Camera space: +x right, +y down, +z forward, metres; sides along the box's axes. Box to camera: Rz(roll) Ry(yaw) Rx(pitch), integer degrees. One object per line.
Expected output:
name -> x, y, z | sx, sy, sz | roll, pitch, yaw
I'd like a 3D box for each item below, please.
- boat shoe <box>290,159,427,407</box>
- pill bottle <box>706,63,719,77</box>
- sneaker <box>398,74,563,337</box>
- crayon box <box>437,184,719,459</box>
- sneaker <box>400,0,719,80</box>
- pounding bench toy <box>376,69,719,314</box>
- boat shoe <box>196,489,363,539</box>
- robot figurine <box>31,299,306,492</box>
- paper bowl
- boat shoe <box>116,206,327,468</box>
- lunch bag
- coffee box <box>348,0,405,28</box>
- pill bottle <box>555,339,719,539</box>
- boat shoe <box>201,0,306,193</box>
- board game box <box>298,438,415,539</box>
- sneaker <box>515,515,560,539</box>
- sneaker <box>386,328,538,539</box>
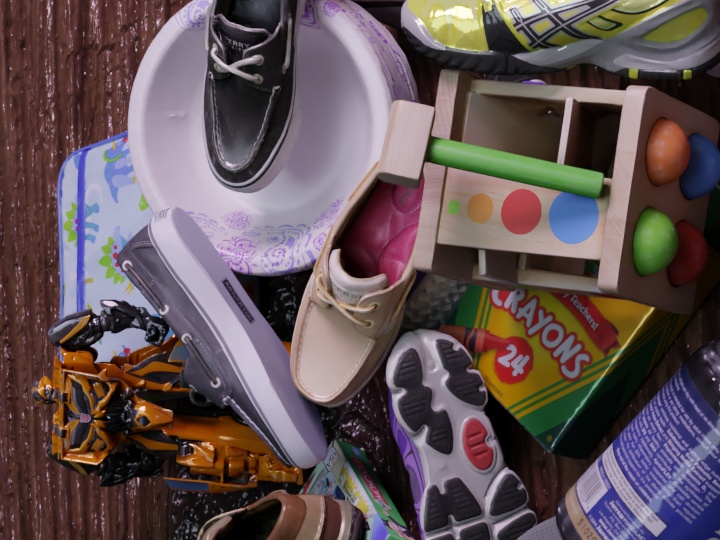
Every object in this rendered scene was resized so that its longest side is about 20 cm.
boat shoe -> 0.000, 0.000, 1.546 | 0.073, 0.069, 0.201 | 26, 103, 13
pill bottle -> 0.208, -0.189, 1.474 | 0.199, 0.111, 0.112 | 26, 98, 3
sneaker -> 0.070, -0.049, 1.619 | 0.099, 0.069, 0.201 | 43, 103, 40
crayon box -> 0.153, 0.007, 1.553 | 0.127, 0.051, 0.201 | 44, 107, 33
sneaker -> 0.121, -0.164, 1.419 | 0.198, 0.076, 0.077 | 1, 122, 13
pounding bench toy -> 0.118, -0.051, 1.427 | 0.155, 0.200, 0.125 | 7, 87, 30
boat shoe -> -0.079, 0.194, 1.618 | 0.200, 0.074, 0.076 | -34, 39, 45
robot figurine -> -0.134, 0.095, 1.661 | 0.198, 0.058, 0.146 | 3, 114, -1
paper bowl -> -0.054, -0.100, 1.648 | 0.199, 0.104, 0.203 | 2, 96, 21
boat shoe -> -0.098, 0.056, 1.594 | 0.066, 0.070, 0.201 | -34, 91, 16
lunch bag -> -0.154, -0.004, 1.760 | 0.160, 0.082, 0.202 | -10, 75, 37
coffee box -> 0.090, -0.228, 1.623 | 0.199, 0.079, 0.115 | 4, 84, 36
pill bottle -> 0.220, 0.115, 1.447 | 0.200, 0.112, 0.112 | -50, 58, 19
boat shoe -> -0.075, -0.150, 1.563 | 0.070, 0.064, 0.202 | 11, 98, 19
board game box -> -0.040, 0.233, 1.630 | 0.201, 0.029, 0.135 | -58, 27, 13
sneaker -> 0.109, 0.250, 1.534 | 0.070, 0.080, 0.201 | 20, 74, 42
sneaker -> 0.065, 0.137, 1.585 | 0.080, 0.083, 0.202 | -12, 89, -10
